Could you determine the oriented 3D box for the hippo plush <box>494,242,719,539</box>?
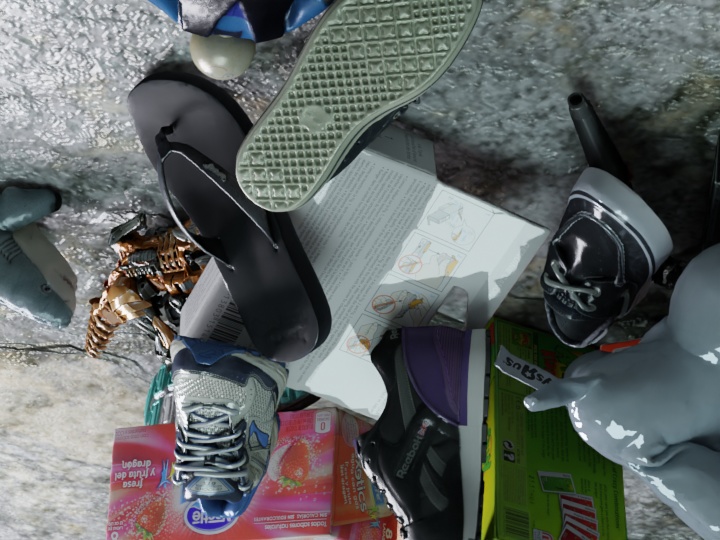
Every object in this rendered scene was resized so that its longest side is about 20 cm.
[{"bbox_3d":[0.204,0.050,1.320,0.200,0.159,0.161,37,97,-19],"label":"hippo plush"}]

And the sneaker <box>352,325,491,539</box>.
[{"bbox_3d":[0.037,0.136,1.388,0.087,0.202,0.076,3,175,4],"label":"sneaker"}]

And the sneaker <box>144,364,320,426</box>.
[{"bbox_3d":[-0.076,0.092,1.624,0.091,0.078,0.199,22,156,-36],"label":"sneaker"}]

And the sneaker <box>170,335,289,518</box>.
[{"bbox_3d":[-0.089,0.109,1.410,0.076,0.086,0.200,9,155,9],"label":"sneaker"}]

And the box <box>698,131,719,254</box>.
[{"bbox_3d":[0.314,-0.009,1.367,0.191,0.048,0.200,4,149,5],"label":"box"}]

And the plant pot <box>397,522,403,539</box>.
[{"bbox_3d":[0.094,0.191,1.638,0.198,0.201,0.141,-1,131,15],"label":"plant pot"}]

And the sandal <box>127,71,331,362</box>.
[{"bbox_3d":[-0.082,-0.035,1.324,0.076,0.043,0.201,-31,89,36],"label":"sandal"}]

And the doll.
[{"bbox_3d":[-0.072,-0.169,1.195,0.135,0.049,0.200,2,157,-7],"label":"doll"}]

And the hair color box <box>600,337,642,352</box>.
[{"bbox_3d":[0.270,0.083,1.432,0.199,0.064,0.111,-11,149,37],"label":"hair color box"}]

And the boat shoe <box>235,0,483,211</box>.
[{"bbox_3d":[0.000,-0.115,1.243,0.075,0.062,0.200,42,121,-1],"label":"boat shoe"}]

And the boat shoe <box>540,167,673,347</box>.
[{"bbox_3d":[0.147,-0.001,1.361,0.072,0.068,0.200,39,167,12],"label":"boat shoe"}]

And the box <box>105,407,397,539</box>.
[{"bbox_3d":[-0.079,0.165,1.581,0.199,0.095,0.102,-7,160,28],"label":"box"}]

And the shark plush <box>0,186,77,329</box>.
[{"bbox_3d":[-0.287,-0.021,1.463,0.199,0.084,0.091,20,148,-19],"label":"shark plush"}]

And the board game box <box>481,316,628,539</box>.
[{"bbox_3d":[0.129,0.133,1.495,0.101,0.201,0.048,17,134,-14],"label":"board game box"}]

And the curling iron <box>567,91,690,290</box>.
[{"bbox_3d":[0.169,-0.051,1.349,0.049,0.026,0.200,33,165,41],"label":"curling iron"}]

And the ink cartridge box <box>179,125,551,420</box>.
[{"bbox_3d":[0.000,0.000,1.395,0.175,0.045,0.201,21,125,-18],"label":"ink cartridge box"}]

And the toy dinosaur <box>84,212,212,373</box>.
[{"bbox_3d":[-0.131,0.016,1.508,0.136,0.103,0.200,39,158,-19],"label":"toy dinosaur"}]
